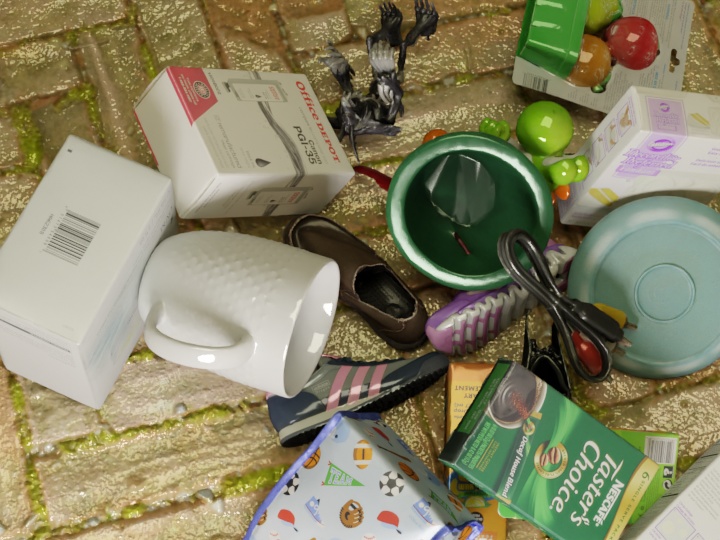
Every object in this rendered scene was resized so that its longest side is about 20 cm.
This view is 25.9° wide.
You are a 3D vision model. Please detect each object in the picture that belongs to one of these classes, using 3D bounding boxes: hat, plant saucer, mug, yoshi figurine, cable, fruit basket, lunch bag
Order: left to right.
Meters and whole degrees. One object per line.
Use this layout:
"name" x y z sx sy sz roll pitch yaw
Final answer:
"mug" -0.137 0.043 1.571 0.175 0.148 0.200 17 28 14
"lunch bag" -0.008 0.265 1.541 0.170 0.124 0.200 44 102 25
"hat" 0.107 -0.090 1.690 0.200 0.176 0.166 36 105 -7
"yoshi figurine" 0.164 -0.138 1.688 0.200 0.112 0.112 8 54 49
"cable" 0.202 0.044 1.600 0.200 0.050 0.097 35 65 -18
"fruit basket" 0.283 -0.263 1.828 0.200 0.094 0.186 18 66 -11
"plant saucer" 0.320 0.022 1.660 0.200 0.027 0.201 0 102 1

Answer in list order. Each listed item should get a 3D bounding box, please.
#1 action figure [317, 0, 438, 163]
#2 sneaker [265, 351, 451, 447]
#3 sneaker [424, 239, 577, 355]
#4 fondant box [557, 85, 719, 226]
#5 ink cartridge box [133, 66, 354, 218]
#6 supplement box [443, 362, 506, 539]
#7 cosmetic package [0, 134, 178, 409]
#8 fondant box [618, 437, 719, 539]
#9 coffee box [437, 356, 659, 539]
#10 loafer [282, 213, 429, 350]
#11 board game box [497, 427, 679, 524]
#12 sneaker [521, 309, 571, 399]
"action figure" 0.010 -0.223 1.775 0.119 0.102 0.200 7 59 36
"sneaker" -0.005 0.112 1.648 0.200 0.070 0.082 -21 70 -13
"sneaker" 0.140 0.014 1.693 0.200 0.081 0.088 -32 64 -25
"fondant box" 0.313 -0.113 1.663 0.144 0.200 0.058 5 61 -17
"ink cartridge box" -0.124 -0.139 1.692 0.200 0.083 0.147 -5 60 -45
"supplement box" 0.119 0.199 1.616 0.066 0.069 0.200 2 69 0
"cosmetic package" -0.282 0.006 1.615 0.123 0.200 0.200 24 68 6
"fondant box" 0.357 0.282 1.575 0.200 0.058 0.144 -41 88 -16
"coffee box" 0.186 0.187 1.530 0.200 0.044 0.123 37 79 -19
"loafer" 0.000 0.000 1.696 0.200 0.071 0.073 38 70 14
"board game box" 0.228 0.205 1.584 0.200 0.030 0.096 6 90 -24
"sneaker" 0.184 0.150 1.618 0.060 0.104 0.200 3 66 0
